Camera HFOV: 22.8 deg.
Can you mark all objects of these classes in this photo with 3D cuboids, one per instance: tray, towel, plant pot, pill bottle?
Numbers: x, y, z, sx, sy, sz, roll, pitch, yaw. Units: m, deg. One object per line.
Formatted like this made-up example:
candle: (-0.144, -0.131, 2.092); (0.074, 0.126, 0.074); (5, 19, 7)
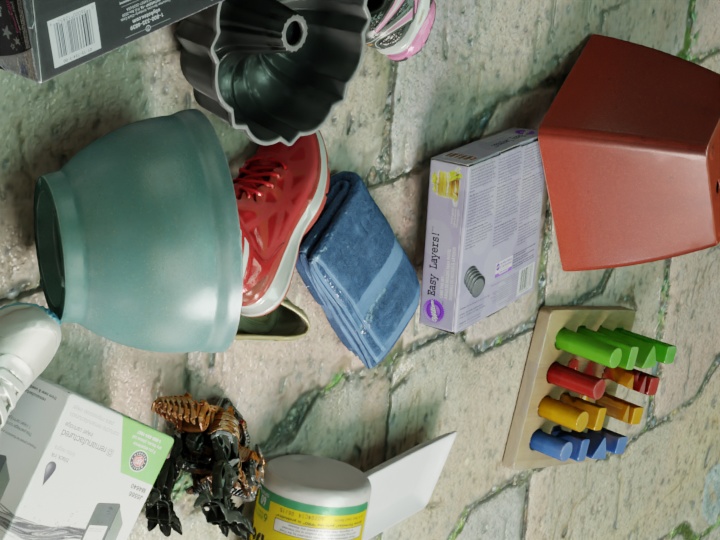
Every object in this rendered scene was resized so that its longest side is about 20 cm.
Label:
tray: (0.029, 0.235, 1.904); (0.200, 0.022, 0.108); (-19, 135, -54)
towel: (0.000, 0.000, 1.773); (0.112, 0.048, 0.200); (-55, 140, -21)
plant pot: (0.324, -0.126, 1.977); (0.200, 0.176, 0.200); (-58, 143, -42)
plant pot: (-0.188, -0.025, 1.434); (0.134, 0.200, 0.201); (-7, 113, -21)
pill bottle: (-0.059, 0.295, 1.775); (0.113, 0.113, 0.201); (-5, 109, -50)

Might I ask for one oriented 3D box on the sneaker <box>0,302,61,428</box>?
sneaker: (-0.302, 0.111, 1.380); (0.200, 0.081, 0.077); (-45, 138, -4)

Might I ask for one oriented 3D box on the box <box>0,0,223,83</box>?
box: (-0.212, -0.243, 1.349); (0.200, 0.115, 0.132); (-32, 130, -38)

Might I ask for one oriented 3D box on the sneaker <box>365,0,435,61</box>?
sneaker: (0.037, -0.301, 1.668); (0.086, 0.080, 0.201); (11, 91, -42)

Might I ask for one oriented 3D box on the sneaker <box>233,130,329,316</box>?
sneaker: (-0.093, -0.071, 1.574); (0.116, 0.078, 0.200); (44, 47, -49)

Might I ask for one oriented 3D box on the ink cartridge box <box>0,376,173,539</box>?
ink cartridge box: (-0.266, 0.201, 1.499); (0.145, 0.084, 0.200); (33, 79, -52)

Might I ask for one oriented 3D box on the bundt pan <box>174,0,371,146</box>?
bundt pan: (-0.083, -0.214, 1.552); (0.202, 0.076, 0.202); (-25, 124, -43)

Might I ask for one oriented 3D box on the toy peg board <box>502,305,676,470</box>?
toy peg board: (0.286, 0.152, 2.155); (0.200, 0.098, 0.200); (2, 104, -51)

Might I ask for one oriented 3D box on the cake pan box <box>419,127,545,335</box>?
cake pan box: (0.135, -0.047, 1.895); (0.200, 0.052, 0.185); (-26, 126, -54)

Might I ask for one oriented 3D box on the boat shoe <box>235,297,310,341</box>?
boat shoe: (-0.126, 0.031, 1.616); (0.200, 0.063, 0.073); (20, 90, -53)

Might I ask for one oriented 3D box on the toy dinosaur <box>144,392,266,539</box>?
toy dinosaur: (-0.148, 0.172, 1.649); (0.200, 0.102, 0.136); (36, 54, -37)
